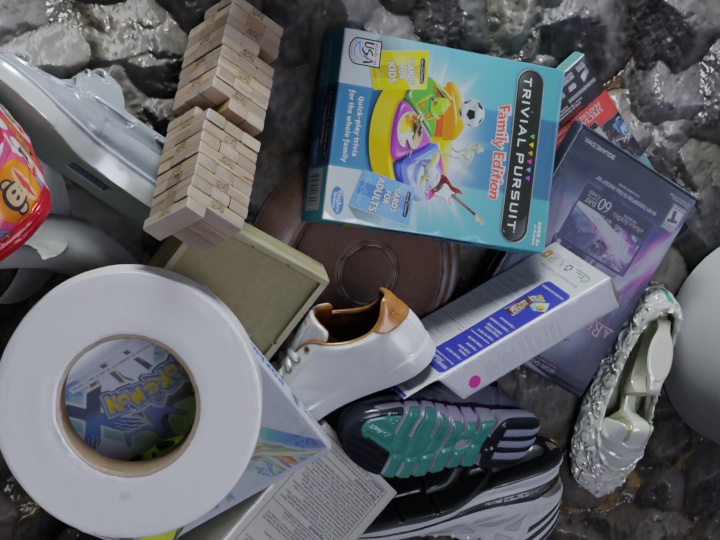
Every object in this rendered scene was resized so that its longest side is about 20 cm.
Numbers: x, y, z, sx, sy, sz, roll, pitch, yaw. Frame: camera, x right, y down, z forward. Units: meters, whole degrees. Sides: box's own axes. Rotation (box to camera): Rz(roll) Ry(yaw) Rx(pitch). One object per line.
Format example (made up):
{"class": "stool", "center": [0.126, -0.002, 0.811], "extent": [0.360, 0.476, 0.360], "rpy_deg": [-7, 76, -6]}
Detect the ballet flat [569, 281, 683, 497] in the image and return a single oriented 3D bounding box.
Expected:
{"class": "ballet flat", "center": [0.235, 0.109, 1.901], "extent": [0.071, 0.072, 0.202], "rpy_deg": [9, 100, -28]}

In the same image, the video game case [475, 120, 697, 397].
{"class": "video game case", "center": [0.184, -0.008, 1.844], "extent": [0.142, 0.019, 0.201], "rpy_deg": [29, 92, -29]}

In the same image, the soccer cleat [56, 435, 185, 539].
{"class": "soccer cleat", "center": [-0.165, 0.194, 1.690], "extent": [0.200, 0.065, 0.084], "rpy_deg": [-40, 149, 14]}

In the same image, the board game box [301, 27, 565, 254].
{"class": "board game box", "center": [0.060, -0.101, 1.737], "extent": [0.198, 0.047, 0.152], "rpy_deg": [8, 87, -23]}

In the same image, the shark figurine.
{"class": "shark figurine", "center": [-0.263, -0.002, 1.610], "extent": [0.213, 0.089, 0.129], "rpy_deg": [-20, 111, -22]}

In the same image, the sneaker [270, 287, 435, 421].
{"class": "sneaker", "center": [-0.045, 0.072, 1.721], "extent": [0.199, 0.073, 0.085], "rpy_deg": [-28, 118, 12]}

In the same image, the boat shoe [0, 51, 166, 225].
{"class": "boat shoe", "center": [-0.204, -0.111, 1.627], "extent": [0.200, 0.070, 0.072], "rpy_deg": [39, 65, -27]}

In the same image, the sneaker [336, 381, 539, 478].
{"class": "sneaker", "center": [0.050, 0.119, 1.791], "extent": [0.199, 0.088, 0.075], "rpy_deg": [7, 123, -38]}

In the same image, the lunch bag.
{"class": "lunch bag", "center": [-0.308, -0.044, 1.507], "extent": [0.176, 0.200, 0.082], "rpy_deg": [-35, 116, 0]}

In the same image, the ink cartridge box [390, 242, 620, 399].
{"class": "ink cartridge box", "center": [0.104, 0.049, 1.761], "extent": [0.199, 0.095, 0.037], "rpy_deg": [-27, 118, -14]}

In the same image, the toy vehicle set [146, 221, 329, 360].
{"class": "toy vehicle set", "center": [-0.132, 0.051, 1.687], "extent": [0.124, 0.027, 0.200], "rpy_deg": [29, 109, -30]}

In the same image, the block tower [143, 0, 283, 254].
{"class": "block tower", "center": [-0.107, -0.107, 1.619], "extent": [0.058, 0.054, 0.201], "rpy_deg": [33, 51, -29]}

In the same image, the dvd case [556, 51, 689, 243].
{"class": "dvd case", "center": [0.182, -0.064, 1.851], "extent": [0.146, 0.022, 0.200], "rpy_deg": [-42, 117, -10]}

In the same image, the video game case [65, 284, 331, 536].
{"class": "video game case", "center": [-0.152, 0.124, 1.682], "extent": [0.199, 0.022, 0.183], "rpy_deg": [-30, 122, 12]}

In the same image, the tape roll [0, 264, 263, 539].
{"class": "tape roll", "center": [-0.170, 0.097, 1.600], "extent": [0.201, 0.037, 0.205], "rpy_deg": [0, 101, -2]}

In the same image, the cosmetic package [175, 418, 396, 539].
{"class": "cosmetic package", "center": [-0.077, 0.216, 1.769], "extent": [0.200, 0.073, 0.104], "rpy_deg": [-47, 119, -7]}

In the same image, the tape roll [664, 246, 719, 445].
{"class": "tape roll", "center": [0.386, 0.078, 1.924], "extent": [0.201, 0.139, 0.204], "rpy_deg": [-8, 108, -25]}

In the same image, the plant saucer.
{"class": "plant saucer", "center": [0.000, 0.000, 1.773], "extent": [0.199, 0.032, 0.202], "rpy_deg": [-7, 106, -25]}

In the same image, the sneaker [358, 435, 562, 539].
{"class": "sneaker", "center": [0.083, 0.222, 1.851], "extent": [0.199, 0.076, 0.116], "rpy_deg": [-15, 123, -11]}
